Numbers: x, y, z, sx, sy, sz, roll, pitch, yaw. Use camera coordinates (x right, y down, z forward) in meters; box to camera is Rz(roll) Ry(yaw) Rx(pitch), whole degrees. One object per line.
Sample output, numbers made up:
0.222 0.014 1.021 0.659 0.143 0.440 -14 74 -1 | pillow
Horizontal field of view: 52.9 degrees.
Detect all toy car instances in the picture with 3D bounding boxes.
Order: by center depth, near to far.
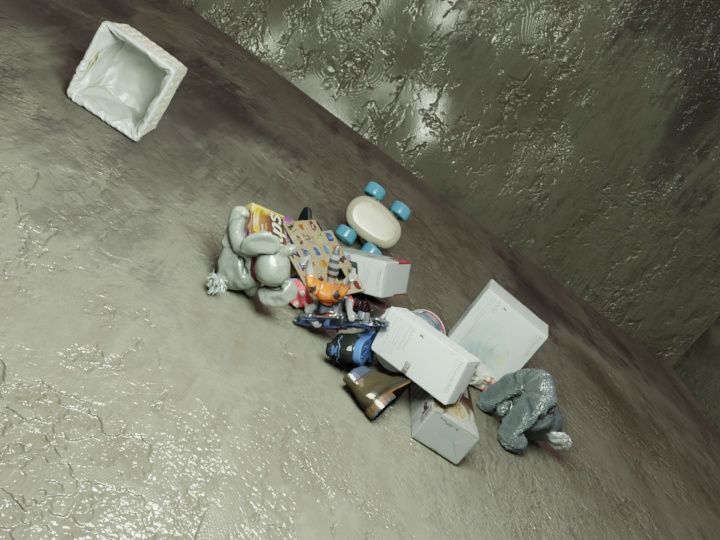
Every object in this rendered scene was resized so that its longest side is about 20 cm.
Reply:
0.027 -0.128 2.129 0.175 0.186 0.200 35 -10 -2 | toy car

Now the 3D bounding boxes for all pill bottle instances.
0.110 0.161 1.616 0.119 0.120 0.199 42 20 14 | pill bottle

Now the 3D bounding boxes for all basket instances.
-0.547 -0.451 1.714 0.198 0.200 0.161 33 15 -11 | basket

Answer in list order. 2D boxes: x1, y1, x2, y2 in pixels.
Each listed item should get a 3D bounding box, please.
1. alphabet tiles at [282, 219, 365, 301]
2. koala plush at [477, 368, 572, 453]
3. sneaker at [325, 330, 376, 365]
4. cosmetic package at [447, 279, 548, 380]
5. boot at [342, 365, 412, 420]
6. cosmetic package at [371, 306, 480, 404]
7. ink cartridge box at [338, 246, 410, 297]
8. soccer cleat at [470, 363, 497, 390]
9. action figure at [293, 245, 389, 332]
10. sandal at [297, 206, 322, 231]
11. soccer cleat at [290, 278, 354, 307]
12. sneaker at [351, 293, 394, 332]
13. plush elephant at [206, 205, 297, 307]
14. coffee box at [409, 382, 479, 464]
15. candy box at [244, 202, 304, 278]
-0.091 -0.027 1.591 0.165 0.008 0.202 -9 62 -48 | alphabet tiles
0.417 0.342 1.715 0.199 0.183 0.178 39 15 -35 | koala plush
-0.015 0.155 1.482 0.076 0.072 0.200 8 -2 11 | sneaker
0.361 0.173 1.921 0.199 0.201 0.123 38 18 4 | cosmetic package
0.040 0.216 1.429 0.097 0.075 0.199 44 21 11 | boot
0.128 0.168 1.443 0.198 0.103 0.074 33 13 30 | cosmetic package
0.000 0.000 1.717 0.196 0.085 0.145 13 8 27 | ink cartridge box
0.267 0.247 1.798 0.199 0.070 0.078 31 13 -40 | soccer cleat
-0.034 0.054 1.451 0.195 0.195 0.106 6 50 5 | action figure
-0.123 -0.080 1.824 0.047 0.076 0.203 18 35 -30 | sandal
-0.092 0.053 1.587 0.198 0.067 0.077 12 26 -47 | soccer cleat
0.009 0.098 1.674 0.114 0.077 0.200 33 9 6 | sneaker
-0.192 -0.017 1.395 0.151 0.168 0.201 0 31 15 | plush elephant
0.168 0.287 1.491 0.113 0.080 0.201 34 19 -10 | coffee box
-0.180 -0.057 1.604 0.198 0.056 0.119 21 62 -38 | candy box
